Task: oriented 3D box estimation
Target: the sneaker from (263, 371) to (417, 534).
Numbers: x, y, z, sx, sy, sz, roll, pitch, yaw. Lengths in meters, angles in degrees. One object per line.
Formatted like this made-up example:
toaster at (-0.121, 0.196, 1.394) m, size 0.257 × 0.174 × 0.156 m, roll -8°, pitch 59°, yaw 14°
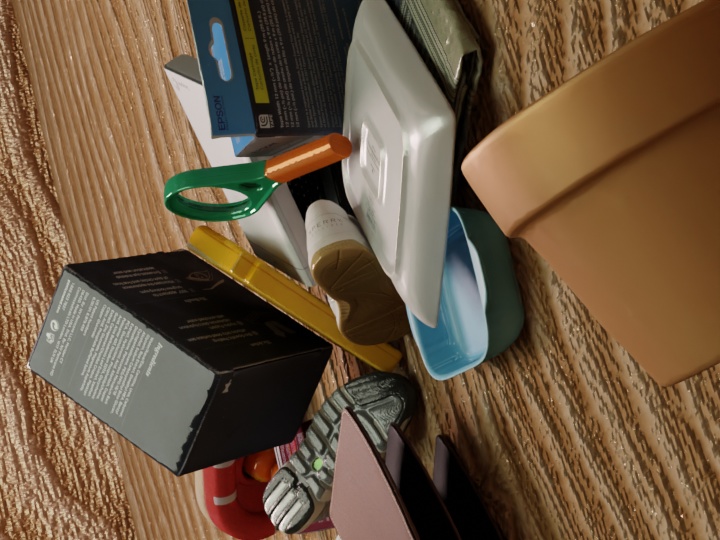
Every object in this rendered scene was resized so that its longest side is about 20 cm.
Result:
sneaker at (0.003, 0.160, 1.801) m, size 0.200 × 0.115 × 0.075 m, roll -46°, pitch 66°, yaw 28°

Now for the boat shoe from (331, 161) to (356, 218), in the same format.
boat shoe at (-0.029, -0.076, 1.768) m, size 0.075 × 0.062 × 0.200 m, roll -152°, pitch 52°, yaw -68°

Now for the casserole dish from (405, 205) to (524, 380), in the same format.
casserole dish at (0.078, 0.016, 1.502) m, size 0.200 × 0.039 × 0.121 m, roll 141°, pitch 117°, yaw -73°

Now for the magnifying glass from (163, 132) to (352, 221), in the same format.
magnifying glass at (-0.085, -0.076, 1.613) m, size 0.200 × 0.080 × 0.022 m, roll -16°, pitch 63°, yaw 44°

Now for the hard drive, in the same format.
hard drive at (-0.100, -0.088, 1.720) m, size 0.132 × 0.027 × 0.200 m, roll 30°, pitch 148°, yaw 61°

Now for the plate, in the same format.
plate at (0.022, -0.087, 1.517) m, size 0.200 × 0.032 × 0.200 m, roll -117°, pitch 24°, yaw -49°

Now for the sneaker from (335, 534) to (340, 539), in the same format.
sneaker at (0.010, 0.291, 1.865) m, size 0.200 × 0.078 × 0.091 m, roll 105°, pitch 146°, yaw -60°

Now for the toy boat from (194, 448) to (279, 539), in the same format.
toy boat at (-0.101, 0.213, 2.158) m, size 0.131 × 0.130 × 0.200 m, roll 27°, pitch 132°, yaw 33°

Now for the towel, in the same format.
towel at (0.048, -0.165, 1.516) m, size 0.193 × 0.035 × 0.200 m, roll 103°, pitch 154°, yaw -49°

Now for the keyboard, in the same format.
keyboard at (-0.073, -0.129, 1.721) m, size 0.104 × 0.040 × 0.200 m, roll -31°, pitch 70°, yaw 61°

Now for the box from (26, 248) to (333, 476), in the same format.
box at (-0.169, 0.081, 1.856) m, size 0.200 × 0.197 × 0.117 m, roll 32°, pitch 110°, yaw 24°

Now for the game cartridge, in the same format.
game cartridge at (-0.063, 0.024, 1.808) m, size 0.032 × 0.176 × 0.200 m, roll -58°, pitch 19°, yaw -4°

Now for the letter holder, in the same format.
letter holder at (0.056, 0.208, 1.600) m, size 0.200 × 0.100 × 0.142 m, roll -119°, pitch 26°, yaw -48°

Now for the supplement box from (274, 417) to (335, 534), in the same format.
supplement box at (-0.031, 0.202, 1.964) m, size 0.200 × 0.061 × 0.109 m, roll 147°, pitch 111°, yaw -74°

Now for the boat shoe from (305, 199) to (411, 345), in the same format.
boat shoe at (0.000, 0.000, 1.642) m, size 0.200 × 0.071 × 0.069 m, roll 64°, pitch -173°, yaw -61°

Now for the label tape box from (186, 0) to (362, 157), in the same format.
label tape box at (-0.074, -0.170, 1.611) m, size 0.066 × 0.200 × 0.143 m, roll -20°, pitch 80°, yaw 46°

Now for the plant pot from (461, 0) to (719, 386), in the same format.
plant pot at (0.166, -0.038, 0.919) m, size 0.140 × 0.200 × 0.200 m, roll 61°, pitch 162°, yaw 4°
